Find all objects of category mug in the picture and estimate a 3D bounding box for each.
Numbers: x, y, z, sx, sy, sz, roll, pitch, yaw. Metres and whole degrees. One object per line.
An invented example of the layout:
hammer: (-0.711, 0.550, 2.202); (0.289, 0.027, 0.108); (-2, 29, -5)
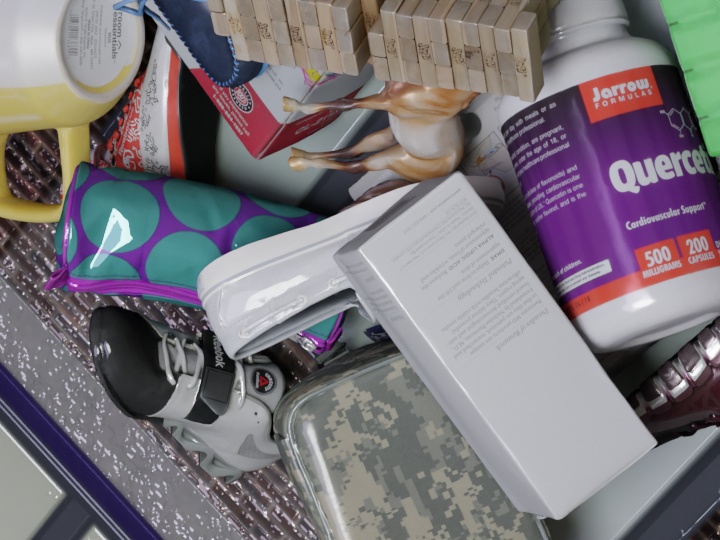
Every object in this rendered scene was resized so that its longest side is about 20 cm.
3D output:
mug: (-0.216, -0.143, 1.839); (0.153, 0.150, 0.187); (6, 141, 38)

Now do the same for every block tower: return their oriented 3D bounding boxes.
block tower: (0.015, -0.146, 1.605); (0.199, 0.058, 0.054); (11, 138, 23)

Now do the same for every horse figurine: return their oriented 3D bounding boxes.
horse figurine: (0.020, -0.089, 1.708); (0.132, 0.200, 0.050); (0, 59, 1)

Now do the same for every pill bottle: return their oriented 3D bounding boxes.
pill bottle: (0.150, -0.059, 1.652); (0.112, 0.112, 0.201); (-23, 80, 30)

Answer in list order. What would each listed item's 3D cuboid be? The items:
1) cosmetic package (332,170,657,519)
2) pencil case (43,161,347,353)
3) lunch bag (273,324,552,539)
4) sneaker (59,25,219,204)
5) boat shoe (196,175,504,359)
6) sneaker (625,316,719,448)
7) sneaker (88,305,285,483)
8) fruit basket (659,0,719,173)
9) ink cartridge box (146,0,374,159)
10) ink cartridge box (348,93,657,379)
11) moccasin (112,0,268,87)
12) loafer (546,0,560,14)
cosmetic package: (0.077, 0.046, 1.646); (0.081, 0.113, 0.200); (-38, 95, -8)
pencil case: (-0.098, -0.007, 1.799); (0.199, 0.093, 0.085); (13, 152, -8)
lunch bag: (0.029, 0.140, 1.776); (0.139, 0.168, 0.201); (-25, 92, -8)
sneaker: (-0.151, -0.085, 1.869); (0.107, 0.067, 0.202); (5, 107, 24)
boat shoe: (0.000, 0.000, 1.722); (0.199, 0.072, 0.069); (-18, 72, -6)
sneaker: (0.238, 0.087, 1.703); (0.116, 0.076, 0.200); (49, 118, 6)
sneaker: (-0.100, 0.070, 1.827); (0.088, 0.200, 0.074); (-19, 57, 25)
fruit basket: (0.284, -0.147, 1.629); (0.199, 0.094, 0.186); (-18, 93, 14)
ink cartridge box: (-0.038, -0.188, 1.737); (0.146, 0.083, 0.200); (55, 141, 10)
ink cartridge box: (0.107, -0.019, 1.766); (0.161, 0.050, 0.200); (-42, 75, 29)
moccasin: (-0.130, -0.196, 1.713); (0.200, 0.068, 0.080); (58, 141, 6)
loafer: (0.097, -0.234, 1.649); (0.076, 0.068, 0.201); (-15, 54, 46)
